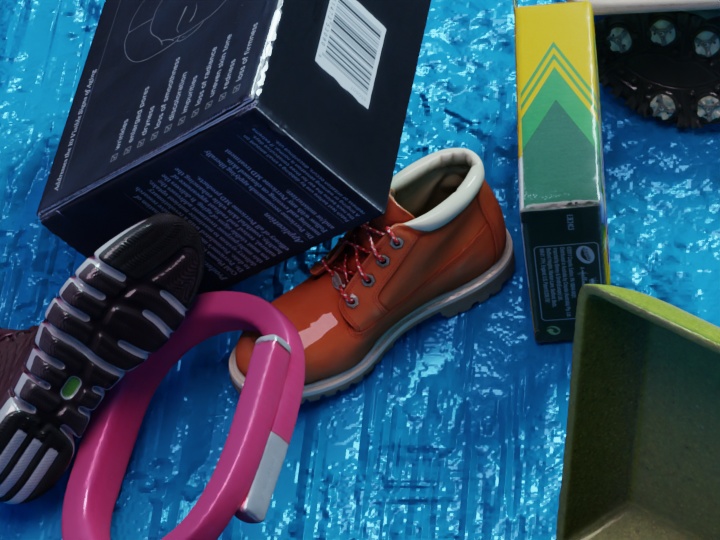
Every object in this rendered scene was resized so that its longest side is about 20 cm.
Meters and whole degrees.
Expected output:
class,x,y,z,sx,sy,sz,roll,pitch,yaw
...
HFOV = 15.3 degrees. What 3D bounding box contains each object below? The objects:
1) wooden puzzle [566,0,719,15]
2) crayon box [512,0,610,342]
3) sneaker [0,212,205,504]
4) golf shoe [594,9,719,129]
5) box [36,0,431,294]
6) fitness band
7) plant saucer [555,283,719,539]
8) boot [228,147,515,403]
class,x,y,z,sx,sy,sz,roll,pitch,yaw
wooden puzzle,0.229,-0.194,1.745,0.184,0.037,0.200,-3,17,8
crayon box,0.124,-0.074,1.648,0.051,0.126,0.201,-4,50,6
sneaker,-0.184,0.036,1.613,0.200,0.076,0.115,-52,34,-3
golf shoe,0.247,-0.138,1.730,0.199,0.078,0.088,7,26,18
box,-0.076,-0.108,1.658,0.196,0.124,0.201,-23,40,37
fitness band,-0.105,0.098,1.564,0.143,0.037,0.201,-9,51,37
plant saucer,0.206,0.111,1.444,0.199,0.200,0.048,27,45,28
boot,0.000,0.000,1.624,0.200,0.107,0.075,-33,56,-14
